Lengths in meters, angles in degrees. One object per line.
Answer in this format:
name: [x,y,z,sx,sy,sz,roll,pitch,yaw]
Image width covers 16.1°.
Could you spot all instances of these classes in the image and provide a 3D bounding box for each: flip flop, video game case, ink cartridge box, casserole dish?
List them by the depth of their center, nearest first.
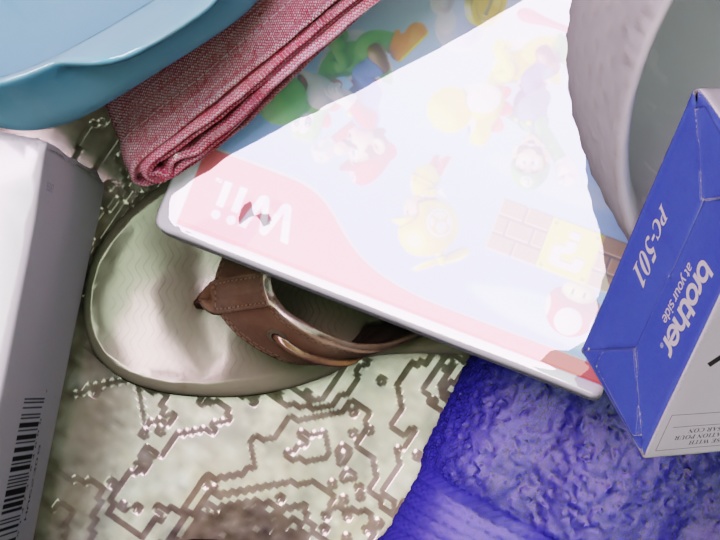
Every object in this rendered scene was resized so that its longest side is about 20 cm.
ink cartridge box: [0.168,-0.003,0.687,0.200,0.094,0.044,-3,44,-25]
casserole dish: [-0.099,-0.108,0.740,0.121,0.039,0.200,-33,49,-11]
video game case: [0.041,-0.079,0.758,0.143,0.017,0.200,21,86,7]
flip flop: [0.000,0.000,0.792,0.200,0.058,0.081,-1,90,24]

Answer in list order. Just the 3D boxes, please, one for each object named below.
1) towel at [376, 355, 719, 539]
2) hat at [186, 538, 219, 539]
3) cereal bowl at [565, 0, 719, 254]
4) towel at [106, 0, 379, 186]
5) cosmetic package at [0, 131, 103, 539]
towel: [0.082,0.094,0.807,0.148,0.050,0.200,28,88,2]
hat: [-0.044,0.183,0.733,0.201,0.201,0.081,46,132,3]
cereal bowl: [0.141,-0.084,0.689,0.200,0.200,0.083,-31,48,0]
towel: [-0.042,-0.140,0.772,0.144,0.023,0.200,-37,54,21]
cosmetic package: [-0.198,0.045,0.747,0.200,0.123,0.200,10,88,3]
